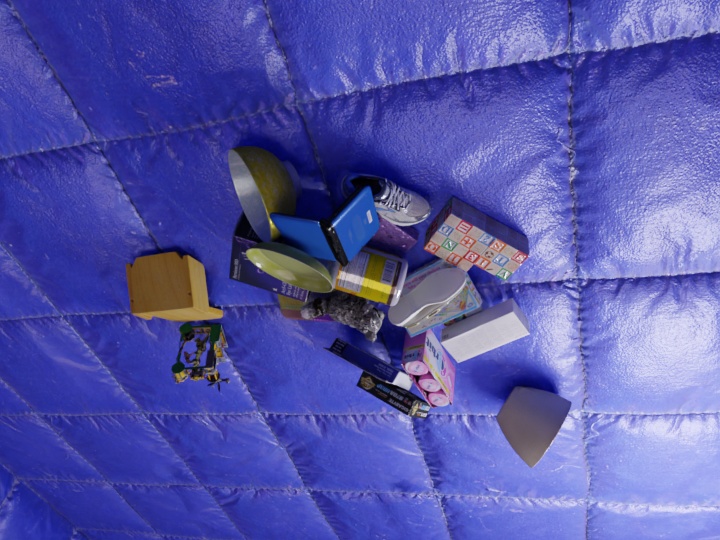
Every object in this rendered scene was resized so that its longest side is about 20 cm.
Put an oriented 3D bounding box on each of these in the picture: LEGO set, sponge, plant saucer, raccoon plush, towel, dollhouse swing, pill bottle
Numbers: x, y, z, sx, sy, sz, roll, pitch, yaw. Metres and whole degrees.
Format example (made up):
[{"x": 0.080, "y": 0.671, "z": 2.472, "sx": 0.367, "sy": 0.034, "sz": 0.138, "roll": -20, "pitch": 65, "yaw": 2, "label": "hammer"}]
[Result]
[{"x": -0.442, "y": 0.248, "z": 1.684, "sx": 0.149, "sy": 0.203, "sz": 0.118, "roll": -9, "pitch": 136, "yaw": -6, "label": "LEGO set"}, {"x": 0.035, "y": -0.047, "z": 1.378, "sx": 0.110, "sy": 0.030, "sz": 0.200, "roll": 31, "pitch": 134, "yaw": -14, "label": "sponge"}, {"x": -0.144, "y": -0.011, "z": 1.262, "sx": 0.195, "sy": 0.032, "sz": 0.201, "roll": 19, "pitch": 162, "yaw": 6, "label": "plant saucer"}, {"x": -0.038, "y": 0.123, "z": 1.452, "sx": 0.196, "sy": 0.136, "sz": 0.098, "roll": -24, "pitch": 132, "yaw": 6, "label": "raccoon plush"}, {"x": -0.123, "y": 0.073, "z": 1.539, "sx": 0.194, "sy": 0.023, "sz": 0.146, "roll": 3, "pitch": 133, "yaw": 11, "label": "towel"}, {"x": -0.477, "y": 0.049, "z": 1.598, "sx": 0.195, "sy": 0.175, "sz": 0.187, "roll": -7, "pitch": 90, "yaw": 21, "label": "dollhouse swing"}, {"x": 0.000, "y": 0.000, "z": 1.333, "sx": 0.195, "sy": 0.111, "sz": 0.111, "roll": 17, "pitch": 135, "yaw": 1, "label": "pill bottle"}]

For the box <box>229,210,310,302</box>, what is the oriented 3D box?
[{"x": -0.194, "y": -0.036, "z": 1.395, "sx": 0.195, "sy": 0.106, "sz": 0.150, "roll": 16, "pitch": 136, "yaw": -1, "label": "box"}]

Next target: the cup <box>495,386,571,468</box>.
[{"x": 0.443, "y": 0.391, "z": 1.596, "sx": 0.142, "sy": 0.200, "sz": 0.203, "roll": 33, "pitch": 137, "yaw": 15, "label": "cup"}]

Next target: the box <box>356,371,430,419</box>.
[{"x": 0.091, "y": 0.324, "z": 1.569, "sx": 0.156, "sy": 0.047, "sz": 0.200, "roll": 27, "pitch": 175, "yaw": 23, "label": "box"}]

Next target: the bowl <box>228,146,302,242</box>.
[{"x": -0.184, "y": -0.171, "z": 1.246, "sx": 0.106, "sy": 0.200, "sz": 0.203, "roll": -25, "pitch": 137, "yaw": -19, "label": "bowl"}]

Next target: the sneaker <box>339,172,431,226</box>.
[{"x": 0.052, "y": -0.146, "z": 1.222, "sx": 0.195, "sy": 0.079, "sz": 0.085, "roll": 16, "pitch": 175, "yaw": -2, "label": "sneaker"}]

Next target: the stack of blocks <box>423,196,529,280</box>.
[{"x": 0.247, "y": -0.057, "z": 1.292, "sx": 0.196, "sy": 0.059, "sz": 0.116, "roll": 26, "pitch": 134, "yaw": -11, "label": "stack of blocks"}]

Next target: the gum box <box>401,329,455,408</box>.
[{"x": 0.181, "y": 0.253, "z": 1.565, "sx": 0.065, "sy": 0.115, "sz": 0.202, "roll": -15, "pitch": 128, "yaw": 27, "label": "gum box"}]

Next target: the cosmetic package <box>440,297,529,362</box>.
[{"x": 0.291, "y": 0.143, "z": 1.423, "sx": 0.197, "sy": 0.051, "sz": 0.083, "roll": -28, "pitch": 118, "yaw": 30, "label": "cosmetic package"}]

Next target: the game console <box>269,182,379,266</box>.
[{"x": -0.064, "y": -0.098, "z": 1.201, "sx": 0.118, "sy": 0.171, "sz": 0.201, "roll": 41, "pitch": 171, "yaw": 19, "label": "game console"}]

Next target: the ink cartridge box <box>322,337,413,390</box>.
[{"x": 0.024, "y": 0.234, "z": 1.527, "sx": 0.196, "sy": 0.041, "sz": 0.200, "roll": 25, "pitch": 174, "yaw": 25, "label": "ink cartridge box"}]

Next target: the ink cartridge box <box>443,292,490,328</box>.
[{"x": 0.254, "y": 0.107, "z": 1.463, "sx": 0.117, "sy": 0.043, "sz": 0.200, "roll": -23, "pitch": 125, "yaw": 32, "label": "ink cartridge box"}]

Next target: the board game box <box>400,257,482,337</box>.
[{"x": 0.166, "y": 0.057, "z": 1.400, "sx": 0.197, "sy": 0.034, "sz": 0.136, "roll": -28, "pitch": 97, "yaw": 33, "label": "board game box"}]

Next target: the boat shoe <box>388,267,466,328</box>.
[{"x": 0.155, "y": 0.063, "z": 1.349, "sx": 0.199, "sy": 0.073, "sz": 0.060, "roll": -34, "pitch": 146, "yaw": 18, "label": "boat shoe"}]
